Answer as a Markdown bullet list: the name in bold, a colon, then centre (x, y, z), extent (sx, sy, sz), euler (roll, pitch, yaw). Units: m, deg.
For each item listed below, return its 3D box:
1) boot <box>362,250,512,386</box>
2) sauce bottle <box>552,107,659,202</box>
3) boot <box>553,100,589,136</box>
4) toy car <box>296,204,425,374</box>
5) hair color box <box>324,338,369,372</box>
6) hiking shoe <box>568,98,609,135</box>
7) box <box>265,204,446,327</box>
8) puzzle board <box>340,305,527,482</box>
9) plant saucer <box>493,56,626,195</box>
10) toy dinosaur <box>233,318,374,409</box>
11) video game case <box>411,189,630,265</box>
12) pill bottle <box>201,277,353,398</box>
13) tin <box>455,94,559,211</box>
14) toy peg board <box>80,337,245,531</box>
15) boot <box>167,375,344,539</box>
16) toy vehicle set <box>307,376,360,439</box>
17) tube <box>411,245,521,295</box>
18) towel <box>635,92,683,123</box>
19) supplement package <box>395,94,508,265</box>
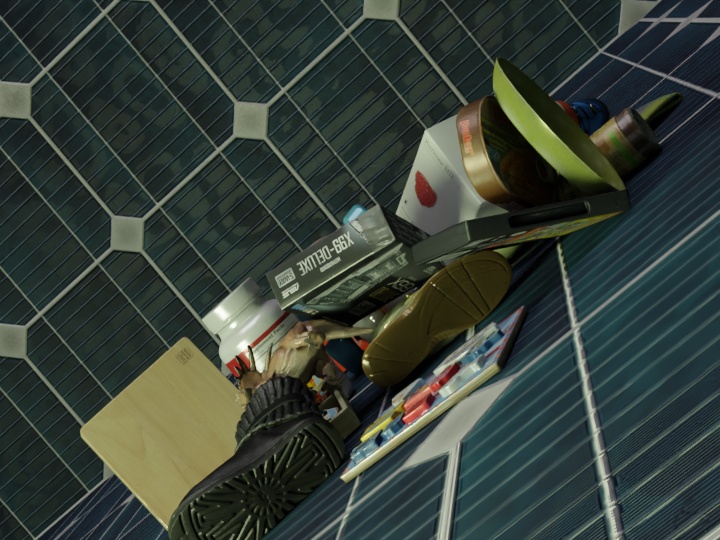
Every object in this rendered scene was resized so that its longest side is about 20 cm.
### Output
- **boot**: centre (0.085, 0.046, 1.449), extent (0.200, 0.072, 0.155), euler (-41, 1, 4)
- **sauce bottle**: centre (0.256, -0.105, 1.485), extent (0.200, 0.065, 0.065), euler (-42, 3, 22)
- **boot**: centre (0.254, -0.154, 1.566), extent (0.106, 0.075, 0.201), euler (-31, -27, -15)
- **toy car**: centre (0.012, 0.036, 1.668), extent (0.185, 0.176, 0.200), euler (-51, 17, -3)
- **hair color box**: centre (-0.019, 0.099, 1.914), extent (0.200, 0.064, 0.111), euler (-45, 4, -25)
- **hiking shoe**: centre (0.260, -0.183, 1.646), extent (0.198, 0.075, 0.087), euler (-26, -16, -30)
- **box**: centre (0.000, 0.000, 1.491), extent (0.156, 0.050, 0.200), euler (-31, -18, 13)
- **puzzle board**: centre (0.070, 0.114, 1.217), extent (0.199, 0.017, 0.151), euler (-39, 5, 25)
- **plant saucer**: centre (0.207, -0.148, 1.364), extent (0.031, 0.200, 0.200), euler (-45, 3, 18)
- **toy dinosaur**: centre (-0.081, 0.108, 1.480), extent (0.200, 0.086, 0.136), euler (-44, 19, 5)
- **video game case**: centre (0.165, -0.045, 1.351), extent (0.178, 0.026, 0.200), euler (-11, -4, -14)
- **pill bottle**: centre (-0.110, 0.112, 1.636), extent (0.112, 0.201, 0.112), euler (-40, 3, 3)
- **tin**: centre (0.163, -0.123, 1.389), extent (0.041, 0.114, 0.199), euler (-13, -16, 30)
- **toy peg board**: centre (-0.250, 0.240, 1.764), extent (0.199, 0.200, 0.098), euler (-42, -10, -22)
- **boot**: centre (-0.120, 0.206, 1.336), extent (0.210, 0.080, 0.158), euler (-32, 23, -11)
- **toy vehicle set**: centre (-0.070, 0.181, 1.485), extent (0.124, 0.027, 0.200), euler (-42, 15, -1)
- **tube**: centre (0.151, -0.006, 1.565), extent (0.199, 0.052, 0.058), euler (-38, 34, -9)
- **towel**: centre (0.336, -0.169, 1.698), extent (0.143, 0.023, 0.200), euler (-43, 5, -25)
- **supplement package**: centre (0.137, -0.099, 1.583), extent (0.119, 0.122, 0.201), euler (-27, -21, -23)
